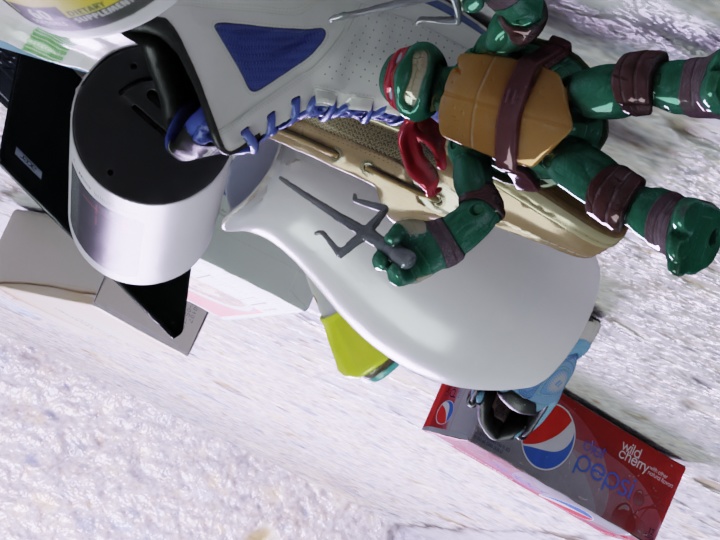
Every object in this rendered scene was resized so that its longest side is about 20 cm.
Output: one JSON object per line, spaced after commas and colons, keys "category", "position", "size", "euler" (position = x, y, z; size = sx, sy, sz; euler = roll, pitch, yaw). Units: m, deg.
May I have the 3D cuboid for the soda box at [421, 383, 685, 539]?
{"category": "soda box", "position": [0.144, 0.132, 2.185], "size": [0.200, 0.070, 0.063], "euler": [32, 167, -33]}

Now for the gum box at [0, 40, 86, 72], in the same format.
{"category": "gum box", "position": [-0.165, -0.153, 1.531], "size": [0.200, 0.045, 0.170], "euler": [18, 167, 33]}

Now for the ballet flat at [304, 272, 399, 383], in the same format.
{"category": "ballet flat", "position": [0.000, 0.000, 1.695], "size": [0.067, 0.067, 0.200], "euler": [45, -160, -13]}

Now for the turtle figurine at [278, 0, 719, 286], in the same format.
{"category": "turtle figurine", "position": [0.065, -0.068, 1.258], "size": [0.200, 0.150, 0.101], "euler": [14, -158, 28]}

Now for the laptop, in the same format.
{"category": "laptop", "position": [-0.193, -0.062, 1.810], "size": [0.200, 0.103, 0.177], "euler": [12, 152, 49]}

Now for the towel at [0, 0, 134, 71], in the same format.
{"category": "towel", "position": [-0.158, -0.128, 1.455], "size": [0.200, 0.023, 0.153], "euler": [26, 168, -11]}

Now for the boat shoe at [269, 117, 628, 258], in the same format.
{"category": "boat shoe", "position": [0.035, -0.055, 1.433], "size": [0.200, 0.065, 0.071], "euler": [30, -151, 6]}

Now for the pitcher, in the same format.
{"category": "pitcher", "position": [0.019, -0.026, 1.581], "size": [0.200, 0.121, 0.172], "euler": [29, -169, -16]}

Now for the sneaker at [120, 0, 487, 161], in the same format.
{"category": "sneaker", "position": [-0.032, -0.089, 1.342], "size": [0.199, 0.115, 0.081], "euler": [28, 171, -19]}

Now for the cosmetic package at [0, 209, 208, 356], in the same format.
{"category": "cosmetic package", "position": [-0.211, 0.008, 2.389], "size": [0.103, 0.073, 0.200], "euler": [30, 168, -30]}

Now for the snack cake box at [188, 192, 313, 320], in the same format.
{"category": "snack cake box", "position": [-0.100, -0.022, 1.985], "size": [0.115, 0.067, 0.200], "euler": [26, 170, -16]}

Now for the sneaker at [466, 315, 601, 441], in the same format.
{"category": "sneaker", "position": [0.092, 0.065, 1.910], "size": [0.078, 0.090, 0.200], "euler": [25, 171, -2]}

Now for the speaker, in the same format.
{"category": "speaker", "position": [-0.105, -0.050, 1.463], "size": [0.081, 0.081, 0.200], "euler": [25, 168, -1]}

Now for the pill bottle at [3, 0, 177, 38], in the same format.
{"category": "pill bottle", "position": [-0.144, -0.180, 1.144], "size": [0.114, 0.115, 0.200], "euler": [17, 168, 35]}
